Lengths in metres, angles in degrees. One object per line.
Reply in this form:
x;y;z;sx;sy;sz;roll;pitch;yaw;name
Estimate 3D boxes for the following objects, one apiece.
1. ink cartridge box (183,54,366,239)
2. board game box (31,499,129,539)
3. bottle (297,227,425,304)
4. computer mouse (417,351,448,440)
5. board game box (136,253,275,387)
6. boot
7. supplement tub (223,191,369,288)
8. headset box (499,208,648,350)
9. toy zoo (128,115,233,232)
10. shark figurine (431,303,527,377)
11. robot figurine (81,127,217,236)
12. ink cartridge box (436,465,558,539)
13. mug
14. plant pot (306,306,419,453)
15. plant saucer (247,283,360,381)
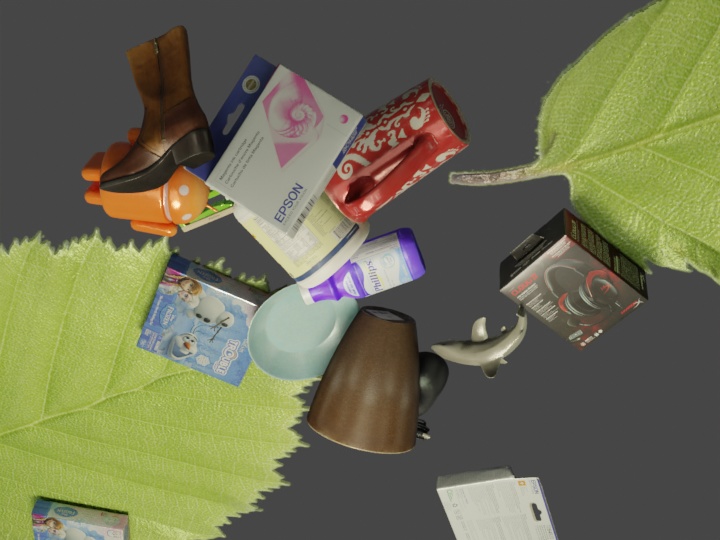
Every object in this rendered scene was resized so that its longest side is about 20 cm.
-0.124;-0.178;1.412;0.199;0.043;0.198;32;88;12;ink cartridge box
-0.596;0.586;2.184;0.196;0.044;0.202;9;128;1;board game box
0.000;0.000;1.602;0.198;0.066;0.084;-19;123;6;bottle
0.091;0.226;1.793;0.137;0.053;0.201;23;128;-7;computer mouse
-0.265;0.090;1.755;0.197;0.044;0.201;22;127;-9;board game box
-0.307;-0.224;1.434;0.187;0.068;0.202;-23;76;24;boot
-0.098;-0.090;1.513;0.145;0.145;0.200;-37;103;31;supplement tub
0.320;0.011;1.573;0.199;0.075;0.149;36;125;-17;headset box
-0.275;-0.161;1.578;0.130;0.021;0.201;-20;121;23;toy zoo
0.224;0.126;1.661;0.127;0.090;0.214;32;136;-19;shark figurine
-0.311;-0.132;1.519;0.197;0.117;0.146;6;84;5;robot figurine
0.265;0.457;1.949;0.197;0.041;0.201;-10;125;16;ink cartridge box
0.052;-0.157;1.438;0.199;0.179;0.133;-30;145;23;mug
0.022;0.168;1.672;0.184;0.187;0.203;12;100;0;plant pot
-0.097;0.093;1.704;0.198;0.039;0.203;-11;125;-15;plant saucer
